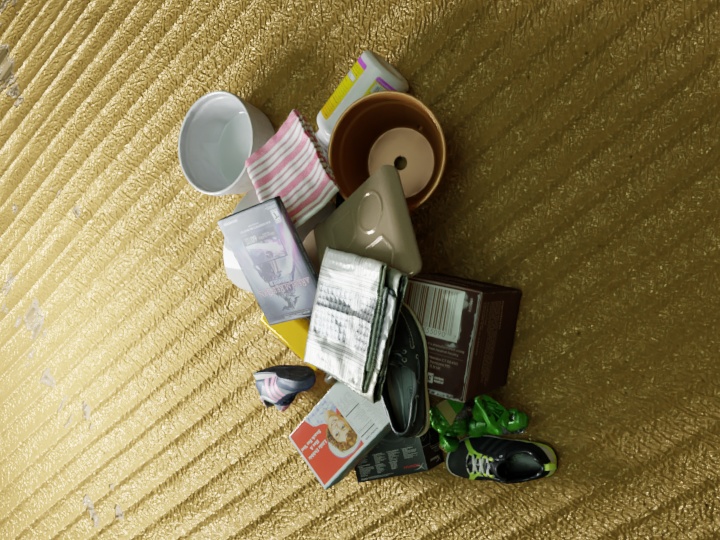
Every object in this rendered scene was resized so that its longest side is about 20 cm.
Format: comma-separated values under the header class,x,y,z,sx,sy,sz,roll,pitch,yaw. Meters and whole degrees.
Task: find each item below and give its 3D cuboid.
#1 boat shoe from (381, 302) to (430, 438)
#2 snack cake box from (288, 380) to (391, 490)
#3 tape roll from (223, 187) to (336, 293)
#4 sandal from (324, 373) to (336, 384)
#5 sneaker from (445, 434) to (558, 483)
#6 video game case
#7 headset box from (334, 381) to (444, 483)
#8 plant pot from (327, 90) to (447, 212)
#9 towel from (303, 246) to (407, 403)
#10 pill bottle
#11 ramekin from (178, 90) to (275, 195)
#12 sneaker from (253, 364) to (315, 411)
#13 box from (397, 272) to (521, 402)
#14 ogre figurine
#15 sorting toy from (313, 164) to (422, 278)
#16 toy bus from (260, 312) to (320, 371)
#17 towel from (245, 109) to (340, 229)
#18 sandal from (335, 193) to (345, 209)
class,x,y,z,sx,sy,sz,roll,pitch,yaw
boat shoe,0.054,0.144,1.023,0.073,0.066,0.204,-6,86,31
snack cake box,-0.020,0.261,1.207,0.115,0.067,0.201,48,113,19
tape roll,-0.135,-0.044,1.288,0.137,0.202,0.207,18,98,29
sandal,-0.034,0.114,1.244,0.054,0.202,0.082,28,141,-12
sneaker,0.222,0.307,1.143,0.197,0.082,0.073,-12,83,30
video game case,-0.142,-0.011,1.162,0.141,0.019,0.203,-15,106,37
headset box,0.047,0.258,1.249,0.147,0.077,0.204,-20,79,29
plant pot,0.056,-0.190,1.195,0.196,0.140,0.205,1,93,14
towel,-0.017,0.073,1.045,0.199,0.034,0.196,18,97,52
pill bottle,-0.010,-0.286,1.272,0.200,0.104,0.105,-49,68,21
ramekin,-0.261,-0.249,1.419,0.197,0.104,0.205,-1,89,30
sneaker,-0.137,0.228,1.341,0.199,0.069,0.084,-8,95,59
box,0.141,0.098,1.125,0.163,0.199,0.168,11,95,30
ogre figurine,0.159,0.235,1.135,0.196,0.120,0.100,-8,71,-15
sorting toy,0.010,-0.036,1.096,0.199,0.036,0.188,-35,58,40
toy bus,-0.093,0.127,1.332,0.199,0.078,0.066,38,107,25
towel,-0.121,-0.159,1.182,0.146,0.030,0.202,-41,53,21
sandal,-0.022,-0.132,1.268,0.047,0.075,0.204,-6,113,26
